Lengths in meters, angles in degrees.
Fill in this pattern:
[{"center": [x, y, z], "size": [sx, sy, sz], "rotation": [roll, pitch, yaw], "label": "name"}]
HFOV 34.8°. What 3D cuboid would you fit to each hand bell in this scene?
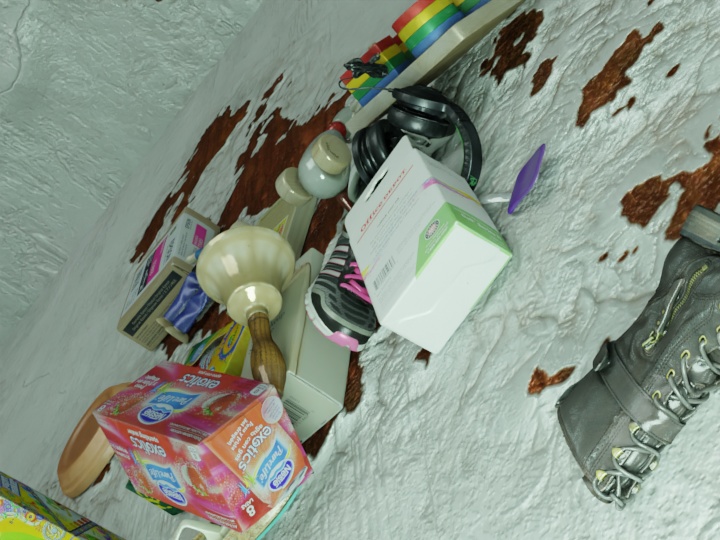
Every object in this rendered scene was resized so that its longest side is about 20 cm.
[{"center": [-0.096, 0.055, 1.113], "size": [0.104, 0.104, 0.200], "rotation": [-48, 34, 20], "label": "hand bell"}]

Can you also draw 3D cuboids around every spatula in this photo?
[{"center": [0.113, -0.061, 1.078], "size": [0.200, 0.021, 0.057], "rotation": [-31, 33, 52], "label": "spatula"}]

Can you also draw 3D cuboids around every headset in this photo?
[{"center": [0.049, -0.142, 1.176], "size": [0.124, 0.200, 0.094], "rotation": [-46, -21, 27], "label": "headset"}]

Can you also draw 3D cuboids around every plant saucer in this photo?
[{"center": [-0.413, 0.257, 1.787], "size": [0.200, 0.037, 0.200], "rotation": [-46, 22, 24], "label": "plant saucer"}]

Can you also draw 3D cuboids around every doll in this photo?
[{"center": [-0.230, 0.008, 1.729], "size": [0.200, 0.048, 0.136], "rotation": [-54, 36, -2], "label": "doll"}]

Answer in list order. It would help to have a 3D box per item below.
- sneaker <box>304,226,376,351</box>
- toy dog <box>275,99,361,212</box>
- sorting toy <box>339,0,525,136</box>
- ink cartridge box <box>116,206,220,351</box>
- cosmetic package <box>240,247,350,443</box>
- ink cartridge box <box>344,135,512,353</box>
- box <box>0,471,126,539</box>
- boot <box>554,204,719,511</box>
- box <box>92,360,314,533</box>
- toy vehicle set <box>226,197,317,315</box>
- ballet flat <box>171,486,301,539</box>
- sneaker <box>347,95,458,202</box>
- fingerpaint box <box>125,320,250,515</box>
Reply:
[{"center": [0.000, 0.000, 1.163], "size": [0.088, 0.074, 0.200], "rotation": [-52, 14, 29], "label": "sneaker"}, {"center": [-0.018, -0.138, 1.454], "size": [0.200, 0.096, 0.132], "rotation": [-50, 11, -33], "label": "toy dog"}, {"center": [0.079, -0.264, 1.307], "size": [0.199, 0.070, 0.200], "rotation": [-37, 3, 43], "label": "sorting toy"}, {"center": [-0.315, 0.011, 1.896], "size": [0.165, 0.075, 0.200], "rotation": [-48, 20, 22], "label": "ink cartridge box"}, {"center": [-0.064, 0.082, 1.189], "size": [0.104, 0.073, 0.200], "rotation": [-43, 24, 30], "label": "cosmetic package"}, {"center": [0.055, -0.031, 1.054], "size": [0.117, 0.067, 0.200], "rotation": [-54, 26, 19], "label": "ink cartridge box"}, {"center": [-0.389, 0.369, 1.308], "size": [0.200, 0.192, 0.122], "rotation": [-58, 19, -6], "label": "box"}, {"center": [0.189, 0.064, 0.649], "size": [0.174, 0.069, 0.200], "rotation": [-57, 15, 11], "label": "boot"}, {"center": [-0.150, 0.159, 1.069], "size": [0.095, 0.100, 0.200], "rotation": [-37, 25, -32], "label": "box"}, {"center": [-0.117, -0.033, 1.569], "size": [0.124, 0.026, 0.200], "rotation": [-40, 25, 38], "label": "toy vehicle set"}, {"center": [-0.133, 0.246, 1.093], "size": [0.200, 0.065, 0.071], "rotation": [-52, 19, 9], "label": "ballet flat"}, {"center": [0.045, -0.128, 1.284], "size": [0.200, 0.074, 0.089], "rotation": [-37, 30, 59], "label": "sneaker"}, {"center": [-0.168, 0.161, 1.303], "size": [0.167, 0.073, 0.200], "rotation": [-29, 32, 52], "label": "fingerpaint box"}]
